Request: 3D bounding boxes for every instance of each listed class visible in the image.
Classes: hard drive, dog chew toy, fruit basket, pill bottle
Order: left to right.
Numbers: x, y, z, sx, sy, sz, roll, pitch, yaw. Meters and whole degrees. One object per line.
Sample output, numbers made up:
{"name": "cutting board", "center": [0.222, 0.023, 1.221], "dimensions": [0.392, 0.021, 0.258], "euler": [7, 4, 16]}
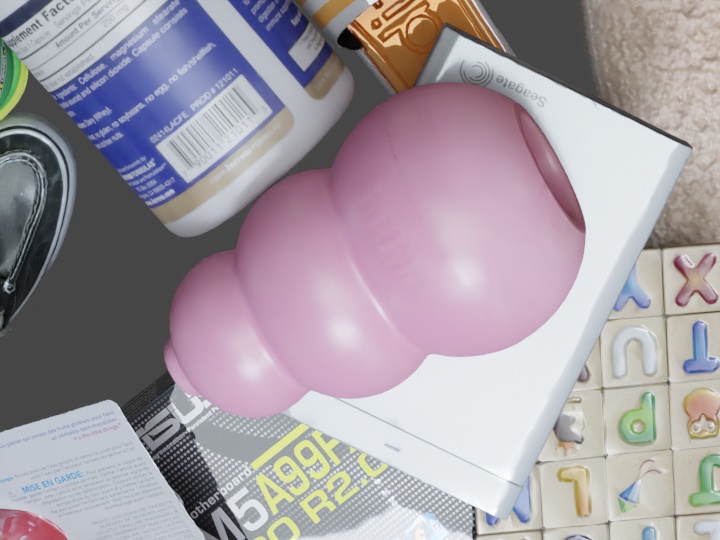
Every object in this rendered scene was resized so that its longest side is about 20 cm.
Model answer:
{"name": "fruit basket", "center": [-0.140, 0.154, 1.442], "dimensions": [0.184, 0.094, 0.201], "euler": [-17, 113, 28]}
{"name": "pill bottle", "center": [-0.105, -0.124, 1.403], "dimensions": [0.116, 0.116, 0.200], "euler": [-39, 101, 4]}
{"name": "dog chew toy", "center": [0.000, 0.000, 1.365], "dimensions": [0.199, 0.125, 0.125], "euler": [-28, 102, 13]}
{"name": "hard drive", "center": [0.055, 0.002, 1.434], "dimensions": [0.131, 0.027, 0.201], "euler": [26, 98, -3]}

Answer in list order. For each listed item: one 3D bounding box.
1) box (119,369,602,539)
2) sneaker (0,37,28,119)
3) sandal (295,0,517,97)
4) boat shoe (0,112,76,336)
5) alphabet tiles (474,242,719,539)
{"name": "box", "center": [-0.006, 0.082, 1.486], "dimensions": [0.200, 0.044, 0.160], "euler": [-38, 102, 3]}
{"name": "sneaker", "center": [-0.230, -0.147, 1.402], "dimensions": [0.074, 0.084, 0.200], "euler": [-36, 101, 22]}
{"name": "sandal", "center": [0.020, -0.130, 1.440], "dimensions": [0.079, 0.059, 0.207], "euler": [-40, 101, 4]}
{"name": "boat shoe", "center": [-0.203, 0.015, 1.447], "dimensions": [0.073, 0.068, 0.200], "euler": [37, 96, -10]}
{"name": "alphabet tiles", "center": [0.136, 0.089, 1.473], "dimensions": [0.165, 0.006, 0.201], "euler": [-4, 99, -6]}
